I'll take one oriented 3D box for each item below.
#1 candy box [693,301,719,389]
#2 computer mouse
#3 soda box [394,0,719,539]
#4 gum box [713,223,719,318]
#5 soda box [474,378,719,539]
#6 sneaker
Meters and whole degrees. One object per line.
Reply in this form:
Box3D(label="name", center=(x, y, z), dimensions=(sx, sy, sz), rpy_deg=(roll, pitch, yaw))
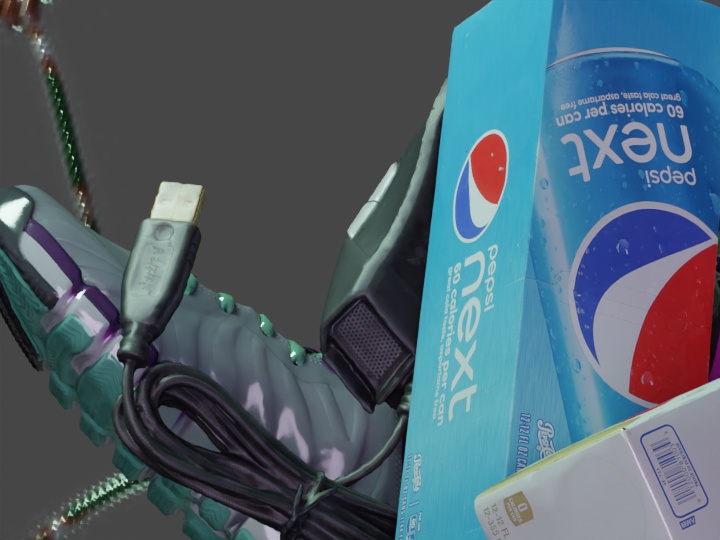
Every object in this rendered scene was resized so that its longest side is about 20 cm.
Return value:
Box3D(label="candy box", center=(0.190, -0.033, 0.705), dimensions=(0.136, 0.061, 0.201), rpy_deg=(19, 94, 25))
Box3D(label="computer mouse", center=(0.000, 0.000, 0.765), dimensions=(0.140, 0.046, 0.201), rpy_deg=(28, 65, -15))
Box3D(label="soda box", center=(0.058, 0.018, 0.721), dimensions=(0.064, 0.068, 0.201), rpy_deg=(14, 69, -22))
Box3D(label="gum box", center=(0.196, 0.021, 0.756), dimensions=(0.199, 0.045, 0.171), rpy_deg=(2, 87, 21))
Box3D(label="soda box", center=(0.106, 0.129, 0.626), dimensions=(0.064, 0.068, 0.201), rpy_deg=(-18, 81, -38))
Box3D(label="sneaker", center=(-0.034, 0.039, 0.792), dimensions=(0.087, 0.074, 0.200), rpy_deg=(-41, 91, -20))
